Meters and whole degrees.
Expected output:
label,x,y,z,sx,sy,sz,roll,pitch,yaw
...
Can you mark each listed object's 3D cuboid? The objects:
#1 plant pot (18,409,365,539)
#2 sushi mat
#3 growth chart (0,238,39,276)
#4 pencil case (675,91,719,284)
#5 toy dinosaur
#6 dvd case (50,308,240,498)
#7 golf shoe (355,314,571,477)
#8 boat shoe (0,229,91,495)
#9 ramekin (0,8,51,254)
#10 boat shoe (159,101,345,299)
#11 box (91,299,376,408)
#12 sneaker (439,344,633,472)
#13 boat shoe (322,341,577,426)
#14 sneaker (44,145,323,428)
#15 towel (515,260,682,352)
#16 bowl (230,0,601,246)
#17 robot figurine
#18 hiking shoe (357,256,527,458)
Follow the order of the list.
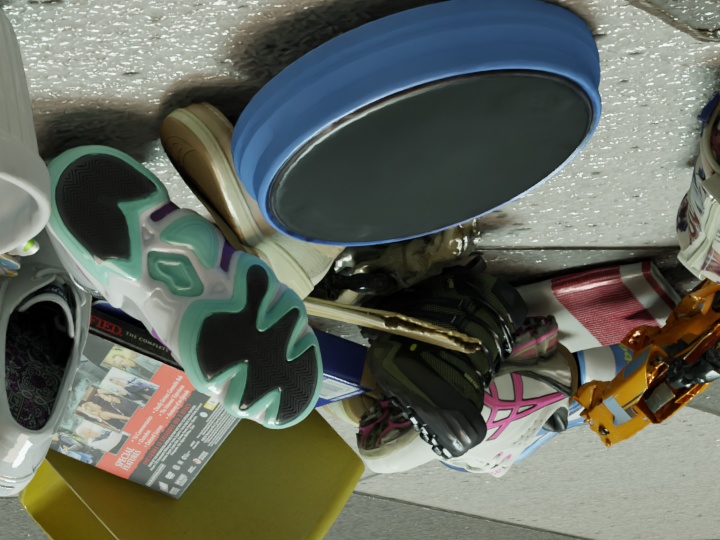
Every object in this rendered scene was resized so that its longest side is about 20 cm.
label,x,y,z,sx,sy,sz,roll,pitch,yaw
plant pot,-0.110,0.162,1.954,0.176,0.200,0.200,-41,174,-18
sushi mat,-0.026,0.022,1.672,0.199,0.012,0.095,12,175,43
growth chart,-0.245,-0.034,1.490,0.144,0.018,0.200,29,152,-17
pencil case,0.224,-0.048,1.570,0.089,0.078,0.200,-30,166,-6
toy dinosaur,0.000,0.000,1.738,0.088,0.048,0.200,-3,169,-32
dvd case,-0.182,0.074,1.779,0.199,0.022,0.146,22,141,-13
golf shoe,0.078,0.101,1.826,0.072,0.093,0.200,-7,-166,45
boat shoe,-0.186,0.034,1.559,0.072,0.201,0.069,31,132,-14
ramekin,-0.249,-0.071,1.288,0.199,0.106,0.200,-6,164,-2
boat shoe,-0.054,-0.048,1.526,0.065,0.072,0.200,-41,150,-5
box,-0.100,0.046,1.805,0.199,0.033,0.121,18,163,-23
sneaker,0.125,0.096,2.071,0.199,0.074,0.082,-26,154,33
boat shoe,0.060,0.076,1.914,0.199,0.075,0.066,1,178,-32
sneaker,-0.108,0.005,1.536,0.078,0.200,0.140,-44,-166,-11
towel,0.126,0.033,1.935,0.199,0.023,0.144,-12,161,16
bowl,0.033,-0.072,1.419,0.199,0.040,0.201,-15,157,-6
robot figurine,0.230,0.041,1.831,0.145,0.058,0.200,-45,180,-41
hiking shoe,0.058,0.043,1.718,0.100,0.200,0.076,-37,115,6
